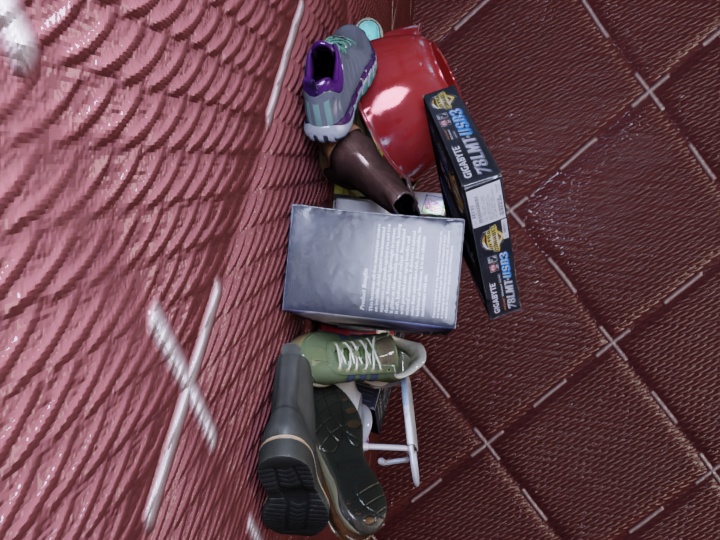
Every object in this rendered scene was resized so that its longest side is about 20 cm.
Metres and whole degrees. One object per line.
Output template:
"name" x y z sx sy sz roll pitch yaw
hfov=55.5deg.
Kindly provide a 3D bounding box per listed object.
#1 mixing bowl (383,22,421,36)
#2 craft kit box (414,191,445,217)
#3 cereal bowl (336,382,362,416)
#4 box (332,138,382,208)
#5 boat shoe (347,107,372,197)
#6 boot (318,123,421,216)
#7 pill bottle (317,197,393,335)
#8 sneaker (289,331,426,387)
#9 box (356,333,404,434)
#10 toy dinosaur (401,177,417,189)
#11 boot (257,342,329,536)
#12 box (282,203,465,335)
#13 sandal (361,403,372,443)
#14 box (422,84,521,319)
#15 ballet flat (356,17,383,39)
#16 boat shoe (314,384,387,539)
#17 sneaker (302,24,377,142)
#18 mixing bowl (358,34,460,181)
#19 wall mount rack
"mixing bowl" 0.051 -0.346 1.250 0.200 0.105 0.207 5 90 -84
"craft kit box" 0.081 -0.122 1.332 0.200 0.191 0.050 9 88 -85
"cereal bowl" -0.042 0.217 0.968 0.200 0.080 0.207 5 90 -85
"box" -0.001 -0.166 1.068 0.050 0.073 0.207 -45 141 -80
"boat shoe" 0.000 -0.210 0.992 0.073 0.061 0.207 -63 147 -71
"boot" 0.015 -0.107 0.871 0.072 0.167 0.200 -42 160 1
"pill bottle" 0.000 0.000 1.008 0.120 0.115 0.207 -45 141 -81
"sneaker" 0.005 0.102 0.841 0.197 0.088 0.069 15 59 -48
"box" 0.008 0.162 1.187 0.201 0.101 0.187 82 23 -66
"toy dinosaur" 0.055 -0.092 1.103 0.203 0.074 0.104 -90 -167 -48
"boot" -0.069 0.195 0.764 0.203 0.075 0.141 96 -5 -47
"box" 0.020 0.007 0.826 0.200 0.192 0.128 54 42 -81
"sandal" -0.020 0.284 1.084 0.205 0.048 0.084 -60 -148 34
"box" 0.132 -0.083 0.821 0.203 0.048 0.202 -103 176 -48
"ballet flat" 0.012 -0.306 1.124 0.062 0.065 0.207 -155 -110 -86
"boat shoe" -0.032 0.230 0.814 0.075 0.074 0.203 -63 -147 36
"sneaker" -0.024 -0.243 0.789 0.089 0.072 0.204 79 16 -49
"mixing bowl" 0.072 -0.239 0.931 0.201 0.106 0.203 50 25 -33
"wall mount rack" 0.035 0.195 0.954 0.175 0.072 0.206 67 16 -65
